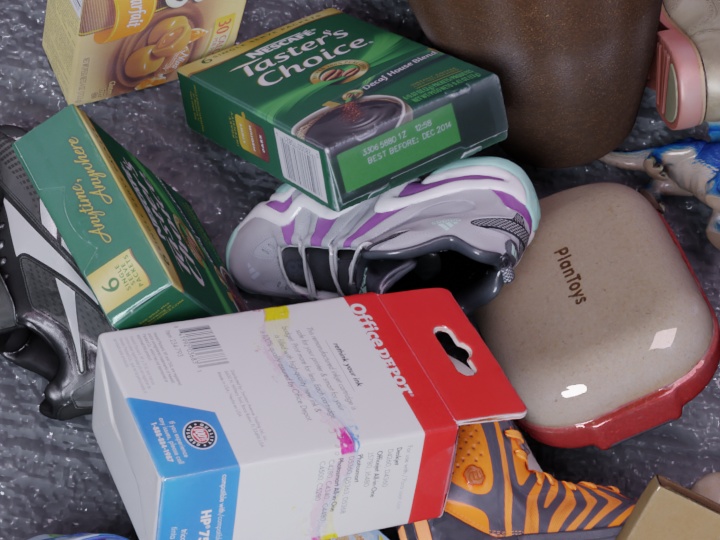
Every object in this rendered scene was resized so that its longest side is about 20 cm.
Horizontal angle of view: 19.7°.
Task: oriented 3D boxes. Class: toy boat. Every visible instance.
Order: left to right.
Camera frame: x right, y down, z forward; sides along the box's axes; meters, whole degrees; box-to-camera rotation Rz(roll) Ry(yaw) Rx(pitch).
[{"bbox_3d":[0.145,0.043,1.242,0.129,0.131,0.201,-23,38,5],"label":"toy boat"}]

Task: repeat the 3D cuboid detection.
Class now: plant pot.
[{"bbox_3d":[0.114,-0.169,1.289,0.185,0.201,0.188,-10,40,9],"label":"plant pot"}]

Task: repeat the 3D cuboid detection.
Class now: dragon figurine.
[{"bbox_3d":[0.233,-0.073,1.348,0.199,0.059,0.099,27,56,37],"label":"dragon figurine"}]

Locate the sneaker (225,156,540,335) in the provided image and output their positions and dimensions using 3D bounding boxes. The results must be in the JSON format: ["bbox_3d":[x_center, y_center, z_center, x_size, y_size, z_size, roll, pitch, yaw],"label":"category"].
[{"bbox_3d":[0.000,0.000,1.193,0.198,0.078,0.140,-14,26,21],"label":"sneaker"}]

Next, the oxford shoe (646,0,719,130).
[{"bbox_3d":[0.221,-0.150,1.356,0.073,0.071,0.201,-5,35,-2],"label":"oxford shoe"}]

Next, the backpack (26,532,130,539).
[{"bbox_3d":[-0.137,0.235,1.070,0.162,0.155,0.201,-18,53,-21],"label":"backpack"}]

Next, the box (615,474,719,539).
[{"bbox_3d":[0.175,0.225,1.102,0.162,0.201,0.021,26,15,-12],"label":"box"}]

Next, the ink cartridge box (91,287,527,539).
[{"bbox_3d":[-0.028,0.077,1.069,0.198,0.068,0.116,-8,39,-21],"label":"ink cartridge box"}]

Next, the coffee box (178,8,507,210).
[{"bbox_3d":[-0.016,-0.101,1.250,0.122,0.044,0.200,-24,28,-21],"label":"coffee box"}]

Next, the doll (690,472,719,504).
[{"bbox_3d":[0.214,0.210,1.203,0.135,0.049,0.202,7,61,-10],"label":"doll"}]

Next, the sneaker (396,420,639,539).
[{"bbox_3d":[0.104,0.122,1.135,0.198,0.078,0.113,-5,59,-35],"label":"sneaker"}]

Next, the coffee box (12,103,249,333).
[{"bbox_3d":[-0.116,-0.007,1.164,0.044,0.200,0.124,-32,70,5],"label":"coffee box"}]

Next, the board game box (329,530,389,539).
[{"bbox_3d":[-0.055,0.184,1.050,0.134,0.034,0.200,41,40,-1],"label":"board game box"}]

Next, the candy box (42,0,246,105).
[{"bbox_3d":[-0.125,-0.186,1.256,0.115,0.200,0.056,-18,66,-22],"label":"candy box"}]

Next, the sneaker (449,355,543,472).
[{"bbox_3d":[0.060,0.136,1.194,0.084,0.075,0.201,-27,71,-29],"label":"sneaker"}]

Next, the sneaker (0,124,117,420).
[{"bbox_3d":[-0.191,0.003,1.215,0.090,0.067,0.201,-23,71,-25],"label":"sneaker"}]
